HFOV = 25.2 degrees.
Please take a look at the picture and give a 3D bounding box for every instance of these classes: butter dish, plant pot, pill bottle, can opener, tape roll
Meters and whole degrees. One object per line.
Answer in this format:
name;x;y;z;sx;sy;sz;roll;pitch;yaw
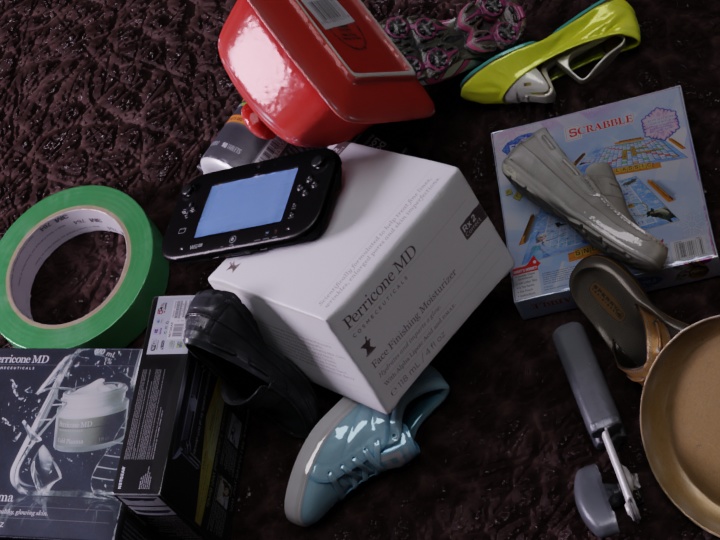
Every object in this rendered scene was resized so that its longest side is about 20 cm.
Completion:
butter dish;-0.058;-0.186;1.542;0.148;0.199;0.200;-43;76;28
plant pot;0.334;0.134;1.373;0.198;0.027;0.203;7;103;33
pill bottle;-0.069;-0.158;1.660;0.105;0.106;0.201;25;72;30
can opener;0.204;0.144;1.458;0.066;0.053;0.202;-22;55;6
tape roll;-0.304;0.006;1.728;0.198;0.048;0.203;-9;59;15

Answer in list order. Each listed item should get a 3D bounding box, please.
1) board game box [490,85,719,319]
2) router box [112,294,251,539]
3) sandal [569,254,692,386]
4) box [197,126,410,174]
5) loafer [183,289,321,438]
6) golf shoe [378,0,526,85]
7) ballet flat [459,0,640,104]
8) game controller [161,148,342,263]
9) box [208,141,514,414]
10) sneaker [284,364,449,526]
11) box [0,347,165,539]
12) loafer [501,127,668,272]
board game box;0.236;-0.067;1.575;0.197;0.041;0.202;-12;59;14
router box;-0.161;0.148;1.528;0.052;0.158;0.202;-2;60;20
sandal;0.258;0.064;1.453;0.200;0.054;0.082;48;126;20
box;-0.060;-0.112;1.715;0.199;0.036;0.143;34;77;33
loafer;-0.104;0.100;1.509;0.067;0.201;0.071;-1;50;37
golf shoe;0.074;-0.224;1.667;0.198;0.092;0.073;-15;78;-21
ballet flat;0.200;-0.212;1.662;0.198;0.067;0.068;-28;69;2
game controller;-0.105;-0.059;1.532;0.198;0.042;0.105;-10;41;36
box;0.000;0.000;1.523;0.199;0.131;0.199;-48;35;-18
sneaker;0.009;0.163;1.507;0.081;0.074;0.201;27;73;35
box;-0.278;0.189;1.570;0.197;0.124;0.199;-1;59;20
loafer;0.217;-0.070;1.516;0.070;0.070;0.200;-49;57;0
